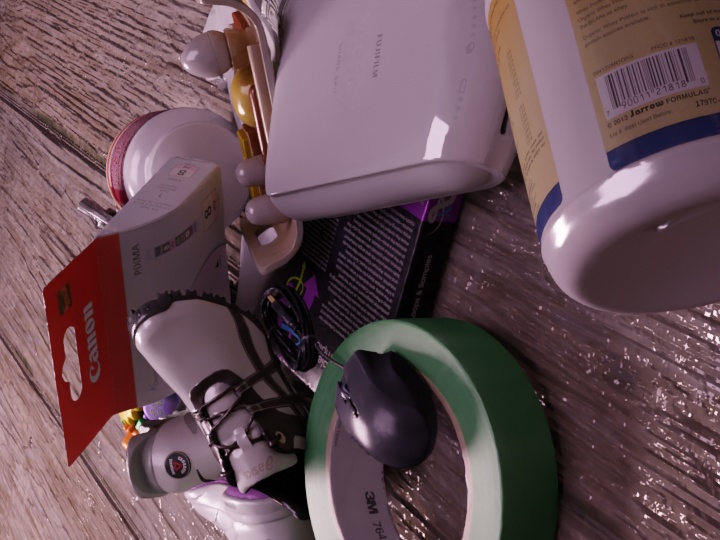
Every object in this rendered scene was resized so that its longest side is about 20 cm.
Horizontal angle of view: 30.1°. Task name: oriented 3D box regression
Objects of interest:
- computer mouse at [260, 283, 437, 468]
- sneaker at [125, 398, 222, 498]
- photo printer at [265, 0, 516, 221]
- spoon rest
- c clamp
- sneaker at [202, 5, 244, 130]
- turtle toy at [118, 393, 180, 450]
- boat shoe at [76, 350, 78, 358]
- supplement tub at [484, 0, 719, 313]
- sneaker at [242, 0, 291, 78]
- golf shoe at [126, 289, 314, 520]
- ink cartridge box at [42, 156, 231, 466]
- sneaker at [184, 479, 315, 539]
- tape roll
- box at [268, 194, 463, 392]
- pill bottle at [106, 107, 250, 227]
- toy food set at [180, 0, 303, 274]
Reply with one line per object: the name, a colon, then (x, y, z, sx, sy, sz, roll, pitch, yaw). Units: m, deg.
computer mouse: (-0.018, 0.062, 0.855, 0.200, 0.034, 0.059, 36, 119, 48)
sneaker: (-0.106, 0.128, 1.064, 0.200, 0.088, 0.074, -49, -52, -71)
photo printer: (0.028, -0.123, 0.866, 0.199, 0.069, 0.167, -7, 70, 47)
spoon rest: (-0.073, 0.014, 1.092, 0.099, 0.060, 0.201, -30, 61, 57)
c clamp: (-0.174, -0.017, 1.191, 0.027, 0.199, 0.171, -58, -9, -7)
sneaker: (-0.091, -0.166, 1.155, 0.116, 0.073, 0.201, 126, 140, -61)
turtle toy: (-0.168, 0.096, 1.213, 0.200, 0.101, 0.146, -57, 39, 42)
boat shoe: (-0.241, 0.066, 1.384, 0.200, 0.071, 0.076, -41, 51, 53)
supplement tub: (0.137, -0.096, 0.624, 0.144, 0.144, 0.201, -44, 49, 51)
sneaker: (-0.037, -0.198, 1.055, 0.088, 0.075, 0.201, -33, 67, 49)
golf shoe: (-0.080, 0.094, 0.916, 0.078, 0.200, 0.095, -35, 33, 17)
ink cartridge box: (-0.159, 0.031, 1.006, 0.200, 0.057, 0.163, -63, -23, -54)
sneaker: (-0.087, 0.205, 1.074, 0.100, 0.075, 0.200, 71, 163, -5)
tape roll: (0.039, 0.131, 0.847, 0.200, 0.048, 0.202, 2, 92, 53)
box: (0.000, 0.000, 0.967, 0.143, 0.036, 0.201, 38, 118, 48)
pill bottle: (-0.157, -0.086, 1.176, 0.200, 0.112, 0.114, -164, 79, -73)
toy food set: (-0.094, -0.111, 0.990, 0.144, 0.060, 0.201, -126, 24, -70)
